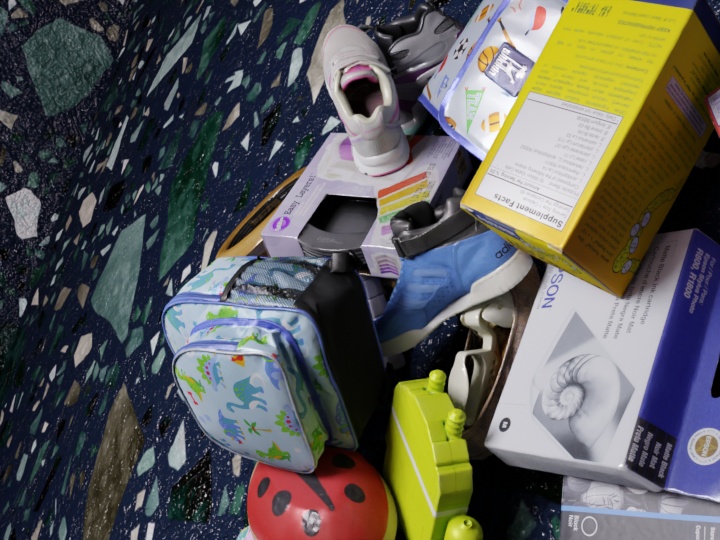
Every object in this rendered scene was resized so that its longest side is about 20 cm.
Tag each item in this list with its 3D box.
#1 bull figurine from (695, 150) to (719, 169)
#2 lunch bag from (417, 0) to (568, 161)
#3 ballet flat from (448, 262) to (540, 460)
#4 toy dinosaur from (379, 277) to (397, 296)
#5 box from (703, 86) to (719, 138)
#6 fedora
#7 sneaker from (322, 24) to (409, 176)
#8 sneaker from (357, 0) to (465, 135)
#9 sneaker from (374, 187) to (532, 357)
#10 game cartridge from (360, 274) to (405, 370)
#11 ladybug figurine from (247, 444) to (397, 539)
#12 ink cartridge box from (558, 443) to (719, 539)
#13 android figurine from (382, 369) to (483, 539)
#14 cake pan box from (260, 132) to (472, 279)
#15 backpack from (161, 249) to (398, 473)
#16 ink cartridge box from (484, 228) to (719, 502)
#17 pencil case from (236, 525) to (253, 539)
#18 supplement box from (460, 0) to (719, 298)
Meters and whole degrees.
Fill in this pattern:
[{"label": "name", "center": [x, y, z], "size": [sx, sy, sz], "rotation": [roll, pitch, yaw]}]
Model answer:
[{"label": "bull figurine", "center": [0.236, -0.115, 0.684], "size": [0.200, 0.064, 0.123], "rotation": [-45, 39, 28]}, {"label": "lunch bag", "center": [0.155, -0.194, 0.773], "size": [0.171, 0.122, 0.201], "rotation": [-56, 23, 18]}, {"label": "ballet flat", "center": [0.120, 0.074, 0.727], "size": [0.067, 0.067, 0.204], "rotation": [-5, 66, 51]}, {"label": "toy dinosaur", "center": [0.000, 0.000, 0.906], "size": [0.199, 0.058, 0.102], "rotation": [40, 147, 37]}, {"label": "box", "center": [0.316, -0.051, 0.502], "size": [0.099, 0.094, 0.203], "rotation": [-36, 43, 37]}, {"label": "fedora", "center": [-0.099, -0.049, 1.002], "size": [0.200, 0.082, 0.201], "rotation": [-39, 16, 13]}, {"label": "sneaker", "center": [0.003, -0.210, 0.869], "size": [0.080, 0.089, 0.203], "rotation": [-20, 61, 0]}, {"label": "sneaker", "center": [0.041, -0.252, 0.973], "size": [0.200, 0.139, 0.078], "rotation": [-47, 30, 24]}, {"label": "sneaker", "center": [0.053, -0.002, 0.733], "size": [0.199, 0.112, 0.077], "rotation": [-33, 9, 38]}, {"label": "game cartridge", "center": [-0.034, 0.065, 0.922], "size": [0.198, 0.038, 0.132], "rotation": [-13, 100, 51]}, {"label": "ladybug figurine", "center": [-0.042, 0.215, 0.733], "size": [0.134, 0.073, 0.199], "rotation": [-29, 28, -22]}, {"label": "ink cartridge box", "center": [0.228, 0.173, 0.539], "size": [0.198, 0.039, 0.101], "rotation": [-16, 56, 49]}, {"label": "android figurine", "center": [0.059, 0.182, 0.689], "size": [0.183, 0.040, 0.203], "rotation": [-115, 27, -53]}, {"label": "cake pan box", "center": [0.008, -0.076, 0.868], "size": [0.181, 0.053, 0.201], "rotation": [6, 47, 30]}, {"label": "backpack", "center": [-0.092, 0.081, 0.730], "size": [0.197, 0.186, 0.147], "rotation": [6, 38, 34]}, {"label": "ink cartridge box", "center": [0.204, 0.063, 0.600], "size": [0.199, 0.040, 0.202], "rotation": [-8, 52, 54]}, {"label": "pencil case", "center": [-0.059, 0.301, 0.823], "size": [0.199, 0.087, 0.089], "rotation": [-27, 49, 45]}, {"label": "supplement box", "center": [0.186, -0.102, 0.601], "size": [0.108, 0.109, 0.202], "rotation": [32, 94, 46]}]
